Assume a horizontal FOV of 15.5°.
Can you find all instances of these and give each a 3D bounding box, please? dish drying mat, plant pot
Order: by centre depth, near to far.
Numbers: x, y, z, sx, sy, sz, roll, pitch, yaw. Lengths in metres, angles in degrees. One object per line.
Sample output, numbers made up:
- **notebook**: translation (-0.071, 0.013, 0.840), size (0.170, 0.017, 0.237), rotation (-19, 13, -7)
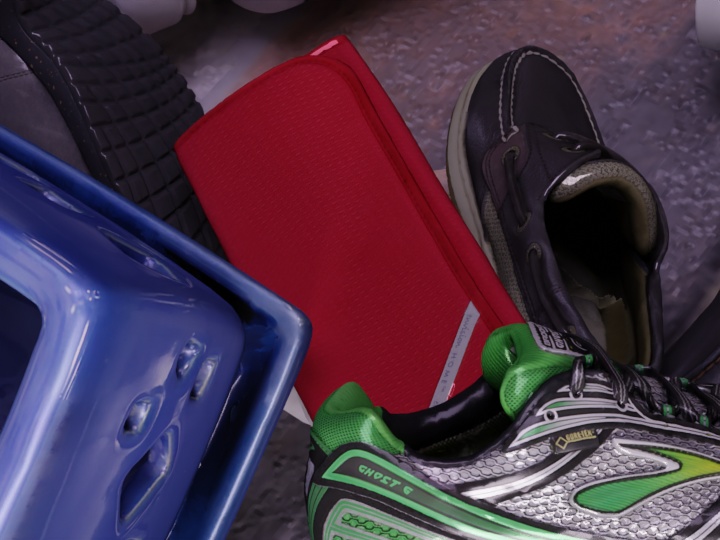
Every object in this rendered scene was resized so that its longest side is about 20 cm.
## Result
- **plant pot**: translation (-0.141, 0.050, 0.832), size (0.200, 0.180, 0.200), rotation (30, 102, 26)
- **dish drying mat**: translation (0.000, 0.000, 0.882), size (0.077, 0.018, 0.200), rotation (-33, 49, 4)

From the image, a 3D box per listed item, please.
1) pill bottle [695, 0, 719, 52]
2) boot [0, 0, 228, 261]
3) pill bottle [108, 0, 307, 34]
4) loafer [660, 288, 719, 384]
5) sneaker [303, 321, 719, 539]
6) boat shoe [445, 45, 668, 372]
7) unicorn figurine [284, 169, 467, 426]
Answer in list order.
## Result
- **pill bottle**: translation (0.229, -0.103, 0.961), size (0.200, 0.112, 0.112), rotation (13, 58, 16)
- **boot**: translation (-0.142, -0.057, 0.998), size (0.200, 0.132, 0.070), rotation (59, 34, -4)
- **pill bottle**: translation (-0.024, -0.171, 1.038), size (0.200, 0.120, 0.120), rotation (-26, 56, -11)
- **loafer**: translation (0.153, -0.013, 0.902), size (0.200, 0.073, 0.072), rotation (-43, 100, 2)
- **sneaker**: translation (0.080, 0.055, 0.776), size (0.199, 0.085, 0.078), rotation (-12, 16, -5)
- **boat shoe**: translation (0.075, -0.012, 0.911), size (0.072, 0.066, 0.201), rotation (29, 38, -24)
- **unicorn figurine**: translation (0.000, 0.030, 0.920), size (0.137, 0.074, 0.200), rotation (8, 59, 18)
